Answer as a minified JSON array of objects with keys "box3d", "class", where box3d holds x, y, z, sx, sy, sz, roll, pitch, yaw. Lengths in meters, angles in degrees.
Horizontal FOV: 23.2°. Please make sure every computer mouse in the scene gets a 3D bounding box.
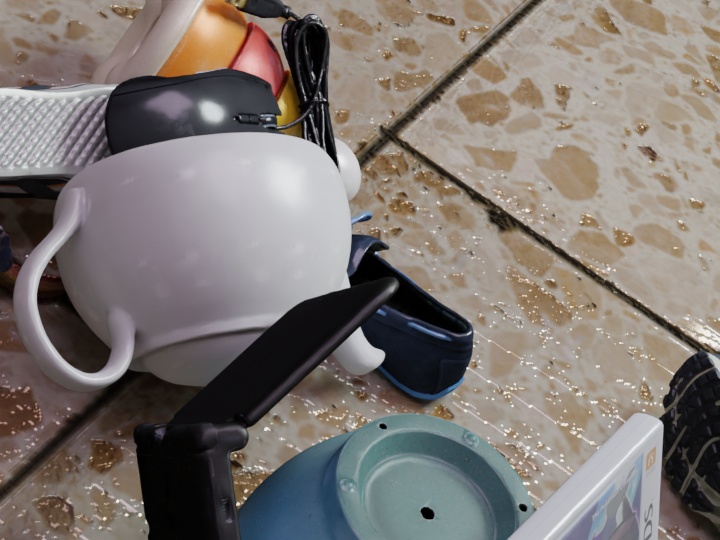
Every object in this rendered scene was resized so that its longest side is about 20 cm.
[{"box3d":[-0.080,-0.123,1.145,0.199,0.046,0.142,1,82,-45],"class":"computer mouse"}]

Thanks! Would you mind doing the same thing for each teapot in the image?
[{"box3d":[-0.094,0.010,1.068,0.198,0.197,0.147,-9,78,1],"class":"teapot"}]

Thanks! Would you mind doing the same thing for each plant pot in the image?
[{"box3d":[0.020,0.166,0.983,0.199,0.135,0.201,14,43,-13],"class":"plant pot"}]

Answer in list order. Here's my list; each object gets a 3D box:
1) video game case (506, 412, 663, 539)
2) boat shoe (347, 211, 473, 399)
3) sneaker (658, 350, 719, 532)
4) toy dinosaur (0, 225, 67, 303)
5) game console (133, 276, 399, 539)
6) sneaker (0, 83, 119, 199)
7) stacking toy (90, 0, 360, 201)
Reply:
[{"box3d":[0.112,0.202,0.966,0.023,0.183,0.200,16,34,32],"class":"video game case"},{"box3d":[0.000,0.000,1.189,0.199,0.069,0.084,34,41,10],"class":"boat shoe"},{"box3d":[0.270,0.147,1.183,0.086,0.078,0.201,1,58,-34],"class":"sneaker"},{"box3d":[-0.304,-0.028,1.088,0.181,0.105,0.200,35,3,28],"class":"toy dinosaur"},{"box3d":[-0.046,0.104,0.909,0.116,0.200,0.177,-8,87,-16],"class":"game console"},{"box3d":[-0.194,-0.083,1.132,0.199,0.079,0.079,7,83,-44],"class":"sneaker"},{"box3d":[-0.082,-0.113,1.246,0.199,0.146,0.147,35,38,-18],"class":"stacking toy"}]
